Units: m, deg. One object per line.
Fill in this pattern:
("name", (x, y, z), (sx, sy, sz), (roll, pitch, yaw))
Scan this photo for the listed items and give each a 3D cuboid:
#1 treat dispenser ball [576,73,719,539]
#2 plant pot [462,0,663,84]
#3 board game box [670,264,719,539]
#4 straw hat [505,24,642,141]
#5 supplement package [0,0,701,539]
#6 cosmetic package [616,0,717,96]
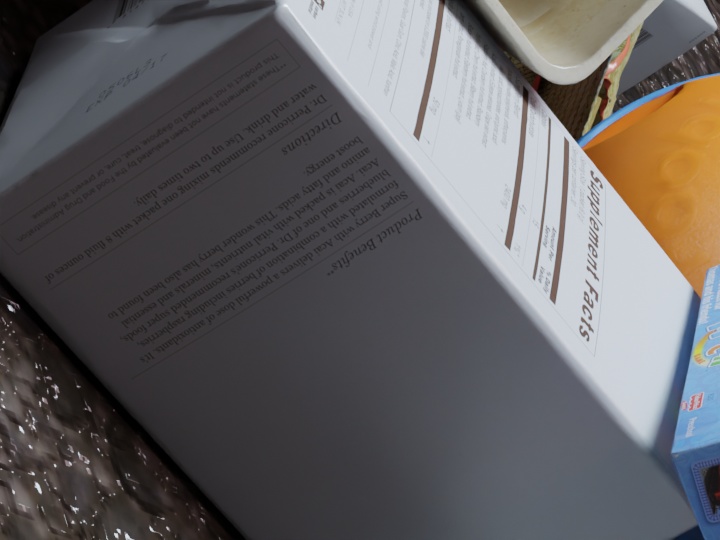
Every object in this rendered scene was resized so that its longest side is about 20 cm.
("treat dispenser ball", (0.143, 0.030, 1.052), (0.201, 0.201, 0.201), (47, 23, -27))
("plant pot", (0.039, -0.207, 0.945), (0.200, 0.200, 0.177), (49, -8, -24))
("board game box", (0.147, 0.108, 0.890), (0.151, 0.037, 0.200), (-63, 131, -68))
("straw hat", (0.065, -0.097, 1.180), (0.085, 0.201, 0.201), (21, 21, 6))
("supplement package", (0.000, 0.000, 0.883), (0.200, 0.121, 0.120), (50, 24, -21))
("cosmetic package", (0.074, -0.184, 1.368), (0.108, 0.085, 0.200), (24, 38, -57))
